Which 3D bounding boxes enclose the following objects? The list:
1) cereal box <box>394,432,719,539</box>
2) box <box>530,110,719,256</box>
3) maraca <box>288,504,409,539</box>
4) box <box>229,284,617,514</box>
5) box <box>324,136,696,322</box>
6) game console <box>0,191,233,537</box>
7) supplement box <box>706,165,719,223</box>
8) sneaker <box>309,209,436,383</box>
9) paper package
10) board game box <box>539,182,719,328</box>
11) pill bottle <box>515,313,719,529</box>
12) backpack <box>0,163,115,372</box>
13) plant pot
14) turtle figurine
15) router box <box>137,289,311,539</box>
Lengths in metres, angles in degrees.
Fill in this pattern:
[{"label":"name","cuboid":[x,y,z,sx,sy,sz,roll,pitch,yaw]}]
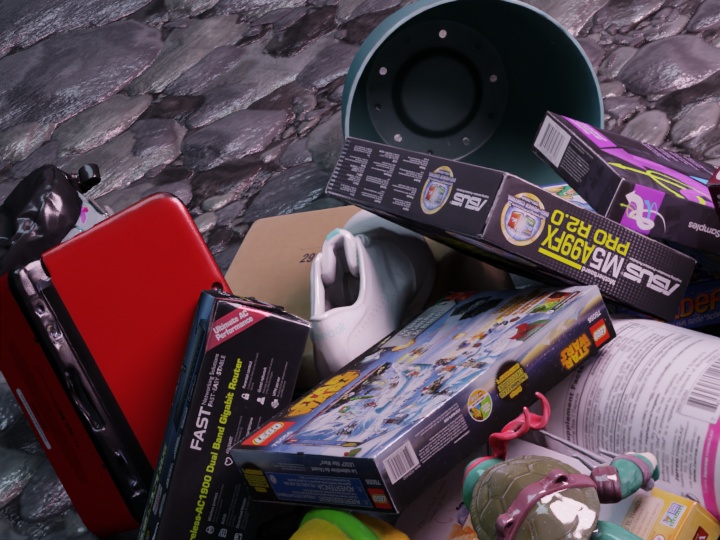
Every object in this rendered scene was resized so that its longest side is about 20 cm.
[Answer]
[{"label":"cereal box","cuboid":[0.097,0.177,1.113,0.200,0.040,0.144,15,71,47]},{"label":"box","cuboid":[0.229,-0.046,1.271,0.036,0.200,0.143,-67,22,15]},{"label":"maraca","cuboid":[0.014,0.217,1.050,0.107,0.137,0.200,-17,44,-24]},{"label":"box","cuboid":[0.038,0.073,1.116,0.200,0.040,0.137,-34,19,-34]},{"label":"box","cuboid":[0.092,-0.028,1.213,0.200,0.160,0.044,19,88,59]},{"label":"game console","cuboid":[-0.163,0.070,1.334,0.119,0.200,0.172,-29,2,-30]},{"label":"supplement box","cuboid":[0.282,-0.003,1.136,0.061,0.200,0.109,6,42,41]},{"label":"sneaker","cuboid":[0.000,0.000,1.251,0.075,0.089,0.200,-18,31,16]},{"label":"paper package","cuboid":[-0.007,0.043,1.375,0.200,0.104,0.191,-7,37,27]},{"label":"board game box","cuboid":[0.193,-0.014,1.336,0.135,0.035,0.200,-10,26,-20]},{"label":"pill bottle","cuboid":[0.184,0.089,1.153,0.113,0.113,0.200,-42,34,-25]},{"label":"backpack","cuboid":[-0.215,0.037,1.449,0.167,0.200,0.127,-39,24,18]},{"label":"plant pot","cuboid":[0.076,-0.127,1.499,0.200,0.201,0.161,-26,17,-1]},{"label":"turtle figurine","cuboid":[0.107,0.151,1.010,0.150,0.101,0.200,-48,36,-2]},{"label":"router box","cuboid":[-0.093,0.115,1.209,0.062,0.200,0.150,15,-1,-8]}]
